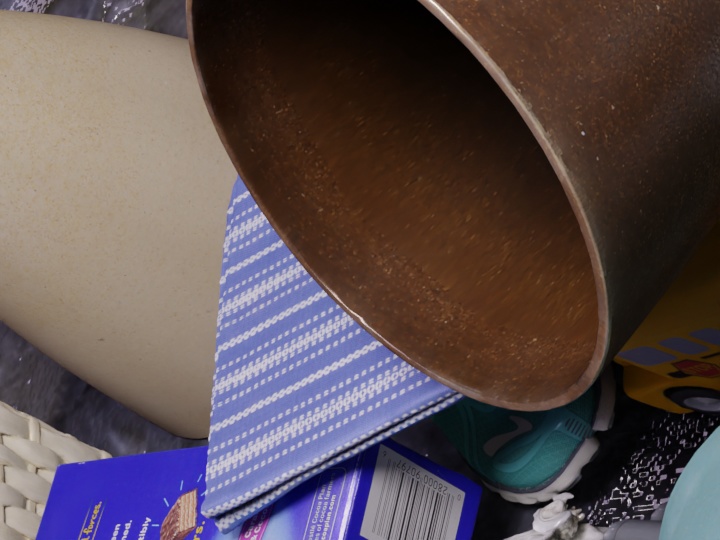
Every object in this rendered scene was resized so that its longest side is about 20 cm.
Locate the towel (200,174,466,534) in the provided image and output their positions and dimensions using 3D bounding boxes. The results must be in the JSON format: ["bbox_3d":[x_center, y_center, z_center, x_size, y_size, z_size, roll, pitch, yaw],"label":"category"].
[{"bbox_3d":[0.000,0.000,1.035,0.144,0.024,0.201,-30,37,28],"label":"towel"}]

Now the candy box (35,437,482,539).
[{"bbox_3d":[-0.061,0.158,1.046,0.199,0.077,0.170,-9,58,45],"label":"candy box"}]

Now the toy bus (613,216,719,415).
[{"bbox_3d":[0.144,0.001,0.929,0.200,0.078,0.066,-23,52,62],"label":"toy bus"}]

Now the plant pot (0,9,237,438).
[{"bbox_3d":[-0.130,-0.041,1.221,0.187,0.199,0.189,-29,49,40],"label":"plant pot"}]

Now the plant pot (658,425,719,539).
[{"bbox_3d":[0.171,0.125,0.769,0.200,0.199,0.188,-51,20,18],"label":"plant pot"}]

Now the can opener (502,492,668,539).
[{"bbox_3d":[0.118,0.115,0.962,0.199,0.052,0.067,-10,97,50],"label":"can opener"}]

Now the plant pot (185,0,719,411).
[{"bbox_3d":[0.077,-0.087,0.873,0.200,0.188,0.186,-39,28,-26],"label":"plant pot"}]

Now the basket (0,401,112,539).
[{"bbox_3d":[-0.188,0.141,1.195,0.123,0.199,0.136,-26,51,34],"label":"basket"}]

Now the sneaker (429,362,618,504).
[{"bbox_3d":[0.033,0.032,1.078,0.078,0.079,0.200,-60,38,7],"label":"sneaker"}]

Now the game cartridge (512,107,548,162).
[{"bbox_3d":[0.073,-0.083,1.052,0.041,0.134,0.201,0,52,3],"label":"game cartridge"}]
